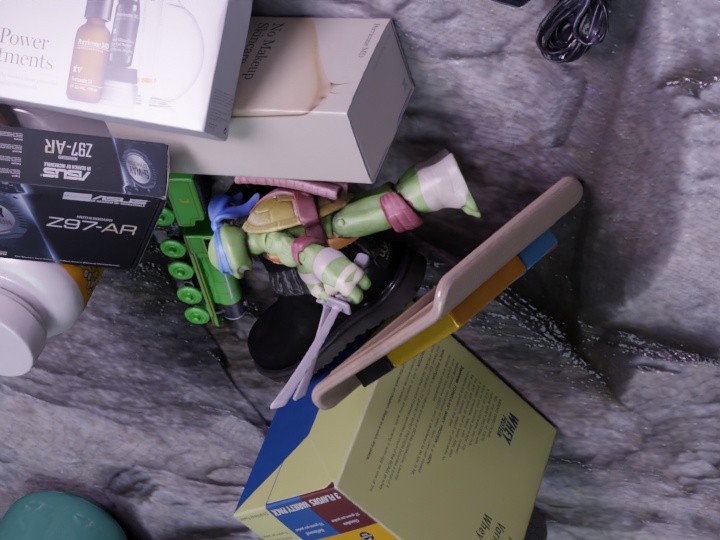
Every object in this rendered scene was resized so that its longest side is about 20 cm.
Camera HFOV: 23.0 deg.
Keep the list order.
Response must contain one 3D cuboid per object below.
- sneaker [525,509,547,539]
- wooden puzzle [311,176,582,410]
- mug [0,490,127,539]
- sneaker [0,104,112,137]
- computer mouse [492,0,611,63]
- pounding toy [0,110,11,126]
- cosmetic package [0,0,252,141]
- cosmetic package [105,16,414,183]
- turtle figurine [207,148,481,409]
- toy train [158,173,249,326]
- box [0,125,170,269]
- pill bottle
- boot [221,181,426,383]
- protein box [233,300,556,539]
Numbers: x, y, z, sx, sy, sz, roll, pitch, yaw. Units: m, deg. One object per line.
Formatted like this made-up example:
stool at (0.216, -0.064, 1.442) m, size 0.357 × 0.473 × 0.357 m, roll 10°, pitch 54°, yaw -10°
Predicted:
sneaker at (0.061, 0.256, 1.713) m, size 0.202 × 0.077 × 0.146 m, roll 24°, pitch 142°, yaw -3°
wooden puzzle at (0.068, 0.023, 1.323) m, size 0.037 × 0.185 × 0.200 m, roll 50°, pitch 140°, yaw 3°
mug at (-0.325, 0.326, 1.979) m, size 0.152 × 0.114 × 0.185 m, roll -11°, pitch 133°, yaw 37°
sneaker at (-0.267, -0.142, 1.380) m, size 0.200 × 0.073 × 0.071 m, roll 21°, pitch 148°, yaw 3°
computer mouse at (0.079, -0.213, 1.128) m, size 0.200 × 0.053 × 0.139 m, roll 18°, pitch 147°, yaw -12°
pounding toy at (-0.344, -0.182, 1.294) m, size 0.200 × 0.142 × 0.184 m, roll 16°, pitch 104°, yaw 9°
cosmetic package at (-0.177, -0.181, 1.220) m, size 0.200 × 0.151 × 0.052 m, roll 10°, pitch 178°, yaw 16°
cosmetic package at (-0.075, -0.125, 1.274) m, size 0.200 × 0.104 × 0.073 m, roll 3°, pitch 139°, yaw 24°
turtle figurine at (0.000, 0.000, 1.297) m, size 0.194 × 0.200 × 0.144 m, roll -25°, pitch 154°, yaw 2°
toy train at (-0.137, -0.023, 1.495) m, size 0.056 × 0.042 × 0.200 m, roll 0°, pitch 140°, yaw 12°
box at (-0.248, -0.054, 1.285) m, size 0.200 × 0.044 × 0.160 m, roll 6°, pitch 160°, yaw -15°
pill bottle at (-0.260, -0.018, 1.426) m, size 0.113 × 0.200 × 0.113 m, roll 14°, pitch 143°, yaw 11°
boot at (-0.066, -0.001, 1.444) m, size 0.158 × 0.079 × 0.211 m, roll 32°, pitch 133°, yaw -24°
protein box at (0.034, 0.172, 1.515) m, size 0.200 × 0.199 × 0.135 m, roll 41°, pitch 141°, yaw -25°
